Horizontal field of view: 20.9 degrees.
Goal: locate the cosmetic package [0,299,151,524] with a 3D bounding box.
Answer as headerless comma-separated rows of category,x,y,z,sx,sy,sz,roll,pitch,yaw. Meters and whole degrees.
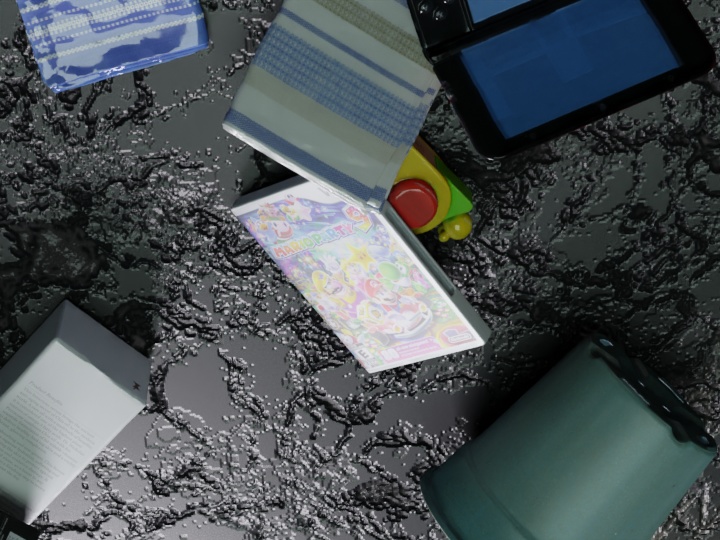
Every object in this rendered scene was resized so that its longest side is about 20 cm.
cosmetic package,-0.283,0.134,1.704,0.101,0.071,0.200,38,113,-19

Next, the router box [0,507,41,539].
router box,-0.386,0.251,1.721,0.149,0.062,0.200,30,144,-12

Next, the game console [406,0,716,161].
game console,0.144,-0.209,1.470,0.199,0.119,0.173,-23,117,-5

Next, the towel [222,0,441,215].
towel,-0.006,-0.162,1.522,0.146,0.024,0.201,28,83,-15

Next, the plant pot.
plant pot,0.188,0.173,1.668,0.200,0.200,0.196,36,105,-18

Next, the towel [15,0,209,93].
towel,-0.212,-0.246,1.527,0.144,0.024,0.201,-14,117,6

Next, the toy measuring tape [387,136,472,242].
toy measuring tape,0.015,-0.090,1.586,0.073,0.074,0.200,-39,112,19

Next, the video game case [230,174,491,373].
video game case,0.000,0.000,1.624,0.143,0.018,0.200,-16,122,44
